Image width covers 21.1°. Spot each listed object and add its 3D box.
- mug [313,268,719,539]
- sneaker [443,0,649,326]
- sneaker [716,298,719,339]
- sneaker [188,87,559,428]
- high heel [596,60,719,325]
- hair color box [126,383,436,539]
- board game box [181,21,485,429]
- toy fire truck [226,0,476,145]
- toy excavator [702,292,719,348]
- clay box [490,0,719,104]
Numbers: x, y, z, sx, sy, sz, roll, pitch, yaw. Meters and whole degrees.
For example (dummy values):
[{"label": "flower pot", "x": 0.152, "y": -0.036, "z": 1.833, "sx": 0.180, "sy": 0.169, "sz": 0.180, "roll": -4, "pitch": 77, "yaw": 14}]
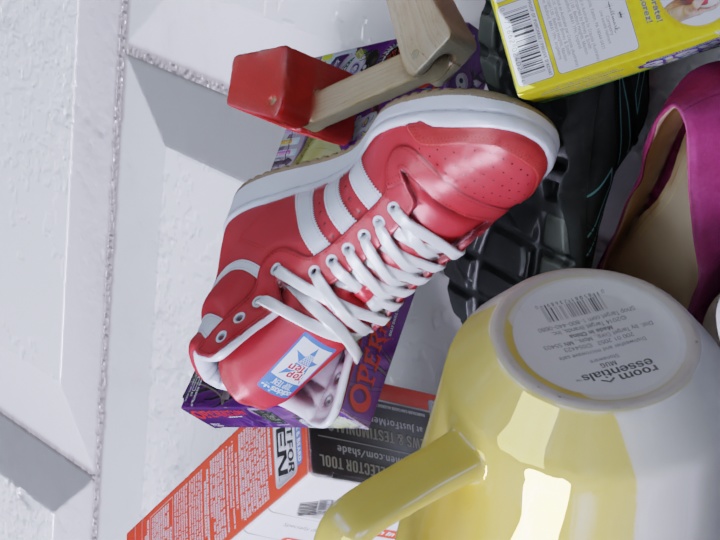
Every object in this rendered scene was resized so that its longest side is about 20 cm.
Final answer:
[{"label": "mug", "x": 0.081, "y": 0.094, "z": 0.785, "sx": 0.149, "sy": 0.187, "sz": 0.153, "roll": 18, "pitch": 133, "yaw": 17}, {"label": "sneaker", "x": 0.092, "y": -0.045, "z": 0.849, "sx": 0.075, "sy": 0.079, "sz": 0.200, "roll": 31, "pitch": 125, "yaw": 36}, {"label": "sneaker", "x": 0.176, "y": 0.098, "z": 0.668, "sx": 0.200, "sy": 0.074, "sz": 0.116, "roll": 54, "pitch": 148, "yaw": 24}, {"label": "sneaker", "x": 0.000, "y": 0.000, "z": 0.810, "sx": 0.200, "sy": 0.071, "sz": 0.113, "roll": -22, "pitch": 42, "yaw": 49}, {"label": "high heel", "x": 0.117, "y": -0.010, "z": 0.811, "sx": 0.067, "sy": 0.096, "sz": 0.200, "roll": 49, "pitch": 132, "yaw": 30}, {"label": "hair color box", "x": -0.030, "y": 0.130, "z": 0.995, "sx": 0.200, "sy": 0.111, "sz": 0.064, "roll": -43, "pitch": 42, "yaw": 45}, {"label": "board game box", "x": -0.010, "y": -0.020, "z": 0.925, "sx": 0.120, "sy": 0.032, "sz": 0.200, "roll": -3, "pitch": 60, "yaw": 46}, {"label": "toy fire truck", "x": 0.029, "y": -0.133, "z": 0.881, "sx": 0.200, "sy": 0.049, "sz": 0.141, "roll": 0, "pitch": 75, "yaw": 49}, {"label": "toy excavator", "x": 0.222, "y": 0.043, "z": 0.714, "sx": 0.195, "sy": 0.100, "sz": 0.200, "roll": 58, "pitch": 144, "yaw": 25}, {"label": "clay box", "x": 0.142, "y": -0.148, "z": 0.736, "sx": 0.200, "sy": 0.048, "sz": 0.115, "roll": -16, "pitch": 85, "yaw": 15}]
